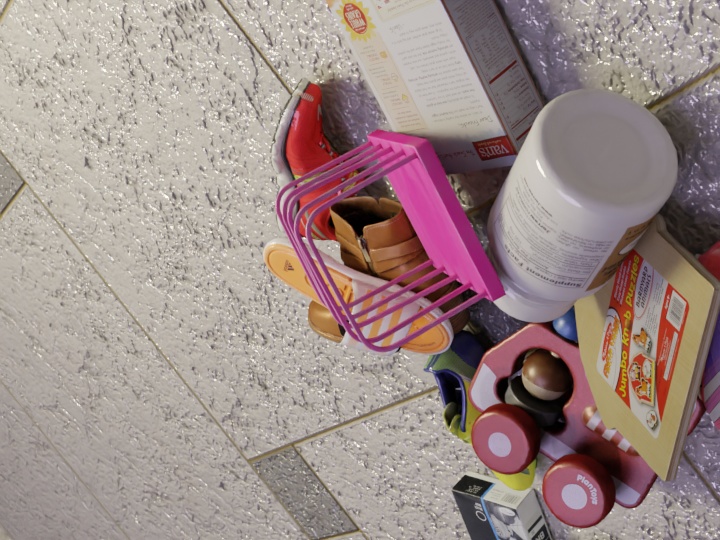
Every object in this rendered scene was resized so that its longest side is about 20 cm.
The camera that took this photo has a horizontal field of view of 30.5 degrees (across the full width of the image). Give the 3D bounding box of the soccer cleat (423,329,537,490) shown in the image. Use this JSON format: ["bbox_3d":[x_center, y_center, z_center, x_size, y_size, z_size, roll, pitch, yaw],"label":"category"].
[{"bbox_3d":[0.118,0.154,1.349,0.064,0.084,0.201,3,127,48],"label":"soccer cleat"}]

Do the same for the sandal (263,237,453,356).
[{"bbox_3d":[-0.012,0.041,1.273,0.206,0.059,0.079,25,141,10],"label":"sandal"}]

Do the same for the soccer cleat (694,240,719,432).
[{"bbox_3d":[0.309,0.066,1.043,0.076,0.066,0.201,30,141,52],"label":"soccer cleat"}]

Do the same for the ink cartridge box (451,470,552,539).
[{"bbox_3d":[0.178,0.322,1.497,0.099,0.039,0.201,6,129,46],"label":"ink cartridge box"}]

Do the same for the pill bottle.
[{"bbox_3d":[0.163,-0.042,1.045,0.114,0.114,0.200,41,152,12],"label":"pill bottle"}]

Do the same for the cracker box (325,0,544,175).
[{"bbox_3d":[0.062,-0.179,1.096,0.134,0.058,0.201,-2,121,53],"label":"cracker box"}]

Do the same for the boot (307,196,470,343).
[{"bbox_3d":[0.000,0.000,1.316,0.199,0.077,0.156,3,137,42],"label":"boot"}]

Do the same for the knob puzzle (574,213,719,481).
[{"bbox_3d":[0.231,0.043,1.086,0.219,0.030,0.221,176,90,-72],"label":"knob puzzle"}]

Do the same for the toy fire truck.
[{"bbox_3d":[0.203,0.122,1.216,0.199,0.112,0.169,34,121,21],"label":"toy fire truck"}]

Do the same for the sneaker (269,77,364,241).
[{"bbox_3d":[-0.036,-0.106,1.296,0.084,0.077,0.201,15,143,14],"label":"sneaker"}]

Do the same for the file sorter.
[{"bbox_3d":[0.013,-0.025,1.118,0.140,0.125,0.200,62,175,-12],"label":"file sorter"}]
